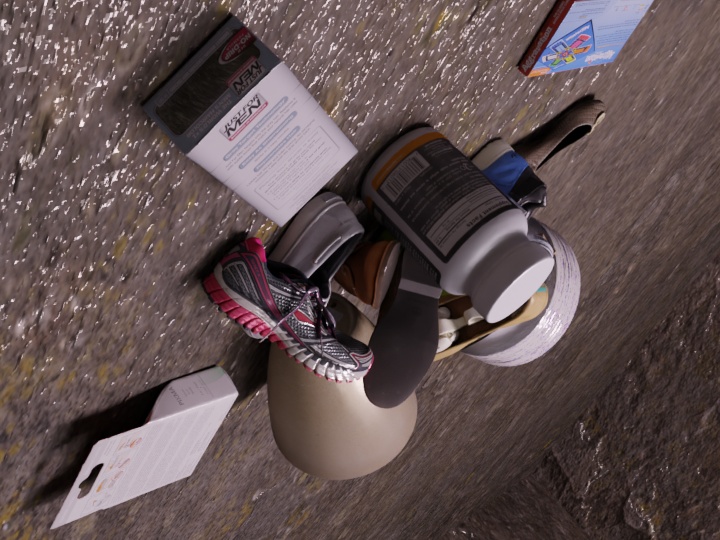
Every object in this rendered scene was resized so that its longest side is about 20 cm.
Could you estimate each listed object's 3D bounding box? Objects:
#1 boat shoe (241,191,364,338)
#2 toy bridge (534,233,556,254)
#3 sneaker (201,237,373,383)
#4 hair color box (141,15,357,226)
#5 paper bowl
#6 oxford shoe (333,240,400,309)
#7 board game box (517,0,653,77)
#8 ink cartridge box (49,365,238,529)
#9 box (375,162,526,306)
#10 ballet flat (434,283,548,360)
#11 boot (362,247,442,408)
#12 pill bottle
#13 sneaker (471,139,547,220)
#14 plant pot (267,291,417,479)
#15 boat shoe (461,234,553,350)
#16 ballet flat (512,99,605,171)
[{"bbox_3d":[-0.059,0.010,1.128,0.072,0.069,0.200,-8,140,-56],"label":"boat shoe"},{"bbox_3d":[0.143,-0.002,1.310,0.200,0.027,0.067,-12,155,17],"label":"toy bridge"},{"bbox_3d":[-0.060,0.046,1.069,0.200,0.081,0.075,35,98,-29],"label":"sneaker"},{"bbox_3d":[-0.082,-0.113,0.865,0.099,0.061,0.200,-44,160,2],"label":"hair color box"},{"bbox_3d":[0.177,0.018,1.396,0.104,0.201,0.201,24,113,-43],"label":"paper bowl"},{"bbox_3d":[0.000,0.000,1.153,0.200,0.071,0.071,131,-19,-80],"label":"oxford shoe"},{"bbox_3d":[0.265,-0.278,1.230,0.200,0.019,0.103,-19,147,-47],"label":"board game box"},{"bbox_3d":[-0.247,0.195,1.186,0.200,0.050,0.161,-12,144,-47],"label":"ink cartridge box"},{"bbox_3d":[0.097,-0.035,1.245,0.200,0.122,0.048,-52,167,24],"label":"box"},{"bbox_3d":[0.113,0.052,1.199,0.200,0.069,0.063,-26,170,18],"label":"ballet flat"},{"bbox_3d":[0.045,0.064,1.181,0.075,0.073,0.200,138,-28,-63],"label":"boot"},{"bbox_3d":[0.102,-0.048,1.124,0.116,0.200,0.116,-36,159,-16],"label":"pill bottle"},{"bbox_3d":[0.140,-0.054,1.305,0.200,0.111,0.077,-44,159,3],"label":"sneaker"},{"bbox_3d":[-0.037,0.118,1.264,0.187,0.187,0.200,-36,144,-17],"label":"plant pot"},{"bbox_3d":[0.157,0.038,1.269,0.200,0.069,0.057,-52,-159,37],"label":"boat shoe"},{"bbox_3d":[0.255,-0.163,1.393,0.200,0.046,0.067,-32,157,-26],"label":"ballet flat"}]
